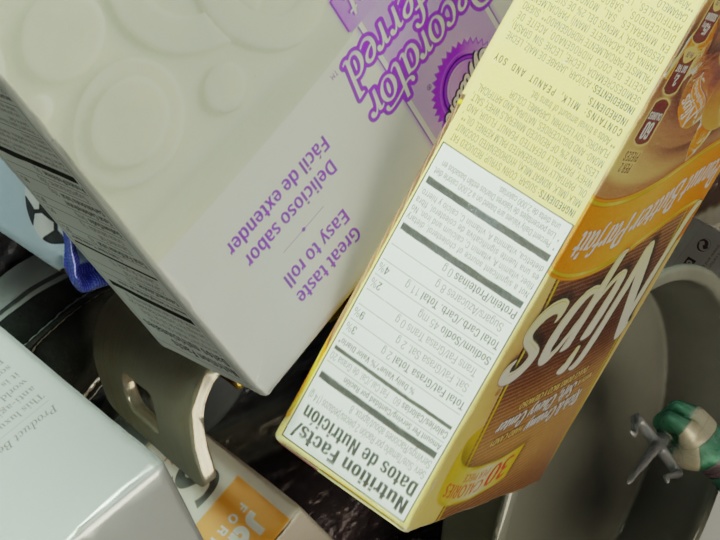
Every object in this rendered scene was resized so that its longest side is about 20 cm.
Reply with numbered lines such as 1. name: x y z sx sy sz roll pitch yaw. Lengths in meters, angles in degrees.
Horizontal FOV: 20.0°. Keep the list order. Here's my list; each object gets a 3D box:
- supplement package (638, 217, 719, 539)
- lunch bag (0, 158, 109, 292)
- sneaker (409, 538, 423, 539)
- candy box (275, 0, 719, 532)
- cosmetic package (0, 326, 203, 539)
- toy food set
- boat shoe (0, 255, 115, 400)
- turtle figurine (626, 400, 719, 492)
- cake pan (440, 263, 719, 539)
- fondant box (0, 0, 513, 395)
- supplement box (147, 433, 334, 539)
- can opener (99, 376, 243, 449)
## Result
1. supplement package: 0.150 0.069 1.054 0.156 0.111 0.200 -54 138 -4
2. lunch bag: -0.064 -0.085 0.705 0.200 0.170 0.124 -23 124 -36
3. sneaker: -0.026 0.181 0.830 0.200 0.075 0.116 -48 153 -39
4. candy box: 0.062 -0.023 0.623 0.200 0.055 0.115 -62 159 14
5. cosmetic package: -0.150 0.069 0.696 0.101 0.200 0.071 -39 136 -18
6. toy food set: 0.000 0.000 0.755 0.200 0.143 0.060 -36 109 -11
7. boat shoe: -0.150 0.067 0.803 0.200 0.057 0.069 -42 137 -16
8. turtle figurine: 0.158 0.140 0.878 0.200 0.101 0.150 9 101 -62
9. cake pan: 0.100 0.088 0.881 0.200 0.037 0.201 -31 131 -42
10. fondant box: -0.046 -0.084 0.566 0.144 0.058 0.200 -50 133 -17
11. supplement box: -0.066 0.155 0.889 0.126 0.074 0.200 -50 157 -8
12. can opener: -0.117 0.101 0.858 0.200 0.053 0.067 -51 133 -5
